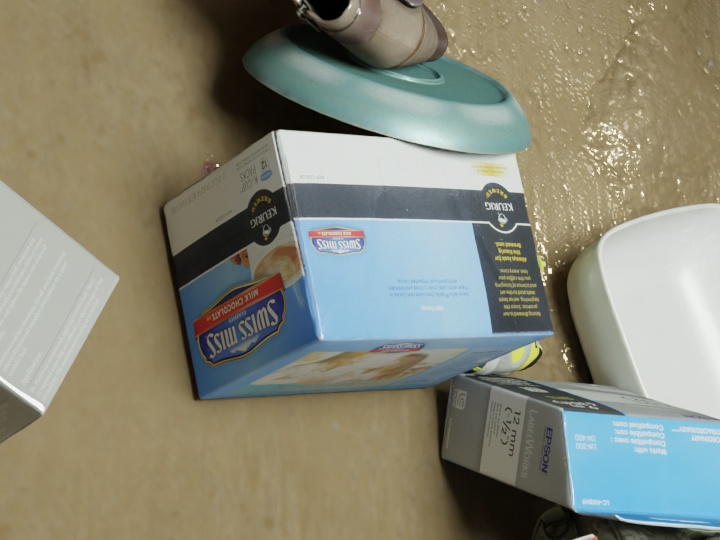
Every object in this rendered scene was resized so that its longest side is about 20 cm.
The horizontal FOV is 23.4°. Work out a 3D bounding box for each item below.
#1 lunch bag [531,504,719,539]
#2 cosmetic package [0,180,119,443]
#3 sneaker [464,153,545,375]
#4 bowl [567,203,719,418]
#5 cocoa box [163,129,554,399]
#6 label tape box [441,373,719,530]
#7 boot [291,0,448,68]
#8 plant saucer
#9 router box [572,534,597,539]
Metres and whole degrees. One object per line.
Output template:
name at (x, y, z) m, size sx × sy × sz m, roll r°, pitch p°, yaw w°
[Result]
lunch bag at (0.204, 0.244, 1.155) m, size 0.199 × 0.139 × 0.169 m, roll 17°, pitch 60°, yaw -35°
cosmetic package at (-0.240, -0.007, 0.925) m, size 0.200 × 0.090 × 0.107 m, roll 40°, pitch 49°, yaw -16°
sneaker at (0.090, -0.022, 1.230) m, size 0.076 × 0.075 × 0.202 m, roll 15°, pitch 72°, yaw -43°
bowl at (0.241, 0.060, 1.313) m, size 0.199 × 0.074 × 0.201 m, roll -13°, pitch 79°, yaw -43°
cocoa box at (0.000, 0.000, 1.092) m, size 0.199 × 0.133 × 0.132 m, roll 0°, pitch 72°, yaw -40°
label tape box at (0.164, 0.116, 1.120) m, size 0.142 × 0.200 × 0.067 m, roll 7°, pitch 91°, yaw -28°
boot at (-0.026, -0.201, 1.134) m, size 0.200 × 0.070 × 0.146 m, roll 41°, pitch 15°, yaw 28°
plant saucer at (0.021, -0.125, 1.145) m, size 0.199 × 0.200 × 0.028 m, roll 1°, pitch 113°, yaw -40°
router box at (0.078, 0.262, 0.996) m, size 0.049 × 0.199 × 0.181 m, roll -7°, pitch 75°, yaw -43°
